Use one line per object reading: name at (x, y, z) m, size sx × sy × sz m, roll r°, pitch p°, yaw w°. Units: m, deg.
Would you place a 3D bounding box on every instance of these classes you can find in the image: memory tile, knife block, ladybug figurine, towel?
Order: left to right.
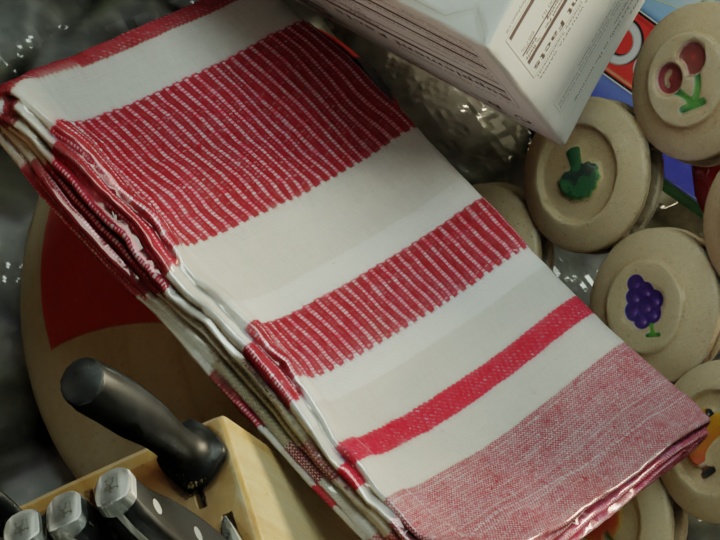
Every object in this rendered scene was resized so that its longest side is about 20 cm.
knife block at (-0.034, 0.083, 0.800) m, size 0.199 × 0.176 × 0.064 m, roll -3°, pitch 59°, yaw -26°
ladybug figurine at (-0.033, -0.007, 0.931) m, size 0.135 × 0.072 × 0.201 m, roll 16°, pitch 52°, yaw -13°
towel at (0.000, 0.000, 0.860) m, size 0.200 × 0.023 × 0.144 m, roll 46°, pitch 36°, yaw 11°
memory tile at (0.107, -0.003, 0.915) m, size 0.017 × 0.200 × 0.154 m, roll 6°, pitch 52°, yaw -48°

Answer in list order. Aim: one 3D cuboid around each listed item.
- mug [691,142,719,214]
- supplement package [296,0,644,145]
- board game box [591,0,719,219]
mug at (0.214, -0.054, 0.960) m, size 0.177 × 0.133 × 0.201 m, roll 20°, pitch 89°, yaw -47°
supplement package at (0.037, -0.170, 0.903) m, size 0.155 × 0.111 × 0.201 m, roll 30°, pitch 86°, yaw 20°
board game box at (0.115, -0.100, 1.006) m, size 0.200 × 0.029 × 0.135 m, roll 33°, pitch 86°, yaw -23°
